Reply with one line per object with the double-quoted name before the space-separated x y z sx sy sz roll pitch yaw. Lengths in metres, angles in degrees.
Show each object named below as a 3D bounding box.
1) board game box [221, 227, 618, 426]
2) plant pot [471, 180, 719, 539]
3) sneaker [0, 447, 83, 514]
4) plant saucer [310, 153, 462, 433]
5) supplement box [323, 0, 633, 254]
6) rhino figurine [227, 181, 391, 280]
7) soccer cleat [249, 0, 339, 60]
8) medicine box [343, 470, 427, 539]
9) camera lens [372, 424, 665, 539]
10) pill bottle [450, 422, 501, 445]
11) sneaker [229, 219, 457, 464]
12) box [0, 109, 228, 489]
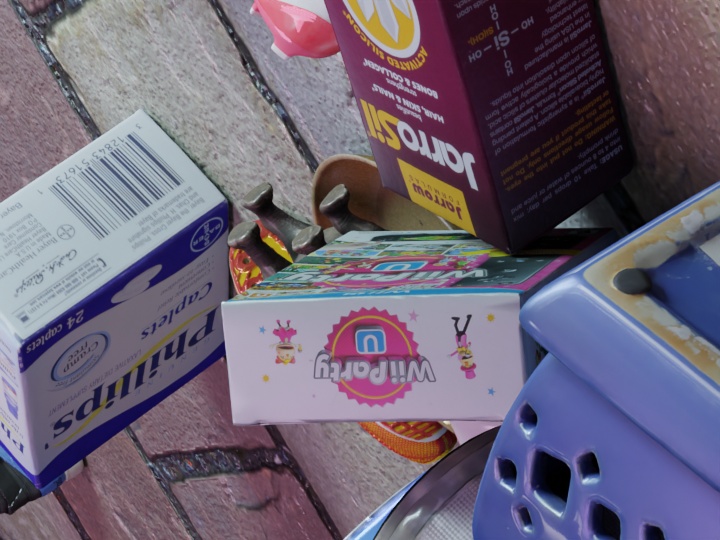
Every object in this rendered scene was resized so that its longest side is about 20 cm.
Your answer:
"board game box" 0.037 0.024 1.276 0.147 0.200 0.065 -2 100 18
"plant pot" 0.181 0.070 1.116 0.200 0.200 0.180 40 146 34
"sneaker" -0.357 0.138 2.422 0.200 0.111 0.077 49 157 17
"plant saucer" 0.047 0.012 1.514 0.200 0.035 0.200 44 154 28
"supplement box" 0.048 -0.123 1.259 0.110 0.086 0.200 29 146 48
"rhino figurine" 0.000 0.000 1.466 0.088 0.060 0.200 51 160 -24
"soccer cleat" -0.056 -0.205 1.413 0.076 0.067 0.200 -41 75 37
"medicine box" 0.084 0.234 1.571 0.200 0.103 0.182 48 -179 18
"camera lens" 0.106 0.180 1.246 0.200 0.160 0.160 42 154 34
"pill bottle" 0.128 0.130 1.408 0.111 0.111 0.200 18 137 57
"sneaker" -0.016 0.048 1.652 0.200 0.073 0.077 50 167 23
"box" -0.189 0.022 1.821 0.105 0.184 0.200 44 156 23
